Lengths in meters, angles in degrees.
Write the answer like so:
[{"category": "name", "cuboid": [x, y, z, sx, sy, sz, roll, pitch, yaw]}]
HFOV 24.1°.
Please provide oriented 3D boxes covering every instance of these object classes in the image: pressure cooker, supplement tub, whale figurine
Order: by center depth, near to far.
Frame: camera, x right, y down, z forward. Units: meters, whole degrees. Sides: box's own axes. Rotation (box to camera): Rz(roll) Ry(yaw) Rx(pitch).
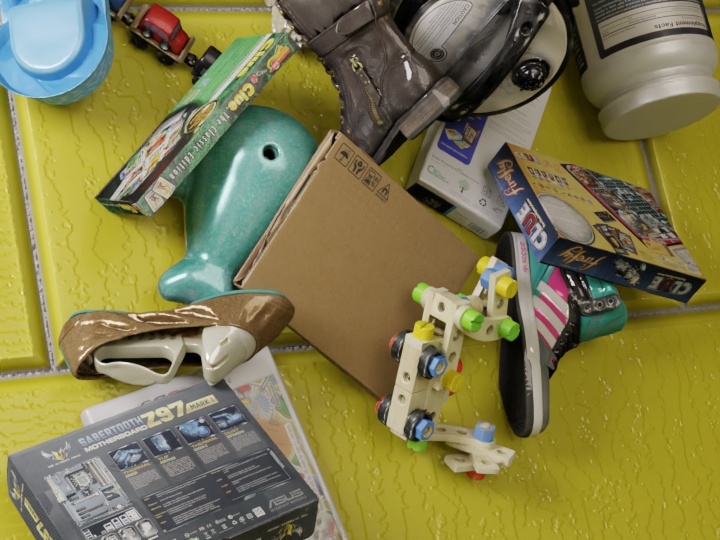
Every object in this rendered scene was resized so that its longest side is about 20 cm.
[{"category": "whale figurine", "cuboid": [-0.104, -0.054, 1.476, 0.158, 0.104, 0.201, 28, 65, -8]}, {"category": "pressure cooker", "cuboid": [0.109, -0.243, 1.555, 0.177, 0.177, 0.201, -11, 47, 4]}, {"category": "supplement tub", "cuboid": [0.282, -0.248, 1.716, 0.139, 0.140, 0.202, -5, 74, -27]}]

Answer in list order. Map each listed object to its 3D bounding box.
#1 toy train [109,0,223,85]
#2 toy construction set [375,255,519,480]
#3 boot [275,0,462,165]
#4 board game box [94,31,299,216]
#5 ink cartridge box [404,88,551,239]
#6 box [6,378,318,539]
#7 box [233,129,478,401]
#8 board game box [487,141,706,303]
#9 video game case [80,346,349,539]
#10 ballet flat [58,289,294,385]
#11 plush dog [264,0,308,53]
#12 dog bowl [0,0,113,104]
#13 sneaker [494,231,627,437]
[{"category": "toy train", "cuboid": [-0.183, -0.217, 1.534, 0.199, 0.046, 0.034, 34, 60, -11]}, {"category": "toy construction set", "cuboid": [0.085, 0.092, 1.510, 0.131, 0.092, 0.202, -11, 106, -46]}, {"category": "boot", "cuboid": [-0.014, -0.182, 1.506, 0.174, 0.200, 0.069, 49, 44, -5]}, {"category": "board game box", "cuboid": [-0.142, -0.128, 1.461, 0.023, 0.105, 0.200, 46, 73, -22]}, {"category": "ink cartridge box", "cuboid": [0.121, -0.139, 1.658, 0.099, 0.039, 0.201, 30, 63, -13]}, {"category": "box", "cuboid": [-0.156, 0.178, 1.333, 0.199, 0.051, 0.158, -20, 49, -31]}, {"category": "box", "cuboid": [0.000, 0.000, 1.493, 0.200, 0.021, 0.164, 40, 77, -33]}, {"category": "board game box", "cuboid": [0.227, -0.045, 1.617, 0.199, 0.035, 0.136, 15, 36, -35]}, {"category": "video game case", "cuboid": [-0.119, 0.183, 1.432, 0.181, 0.023, 0.201, -19, 81, -30]}, {"category": "ballet flat", "cuboid": [-0.151, 0.063, 1.401, 0.198, 0.068, 0.073, -4, 44, -6]}, {"category": "plush dog", "cuboid": [-0.045, -0.332, 1.569, 0.160, 0.172, 0.201, 35, 61, -10]}, {"category": "dog bowl", "cuboid": [-0.271, -0.236, 1.473, 0.111, 0.050, 0.202, -11, 73, 7]}, {"category": "sneaker", "cuboid": [0.193, 0.063, 1.597, 0.120, 0.084, 0.202, 4, 68, -14]}]
